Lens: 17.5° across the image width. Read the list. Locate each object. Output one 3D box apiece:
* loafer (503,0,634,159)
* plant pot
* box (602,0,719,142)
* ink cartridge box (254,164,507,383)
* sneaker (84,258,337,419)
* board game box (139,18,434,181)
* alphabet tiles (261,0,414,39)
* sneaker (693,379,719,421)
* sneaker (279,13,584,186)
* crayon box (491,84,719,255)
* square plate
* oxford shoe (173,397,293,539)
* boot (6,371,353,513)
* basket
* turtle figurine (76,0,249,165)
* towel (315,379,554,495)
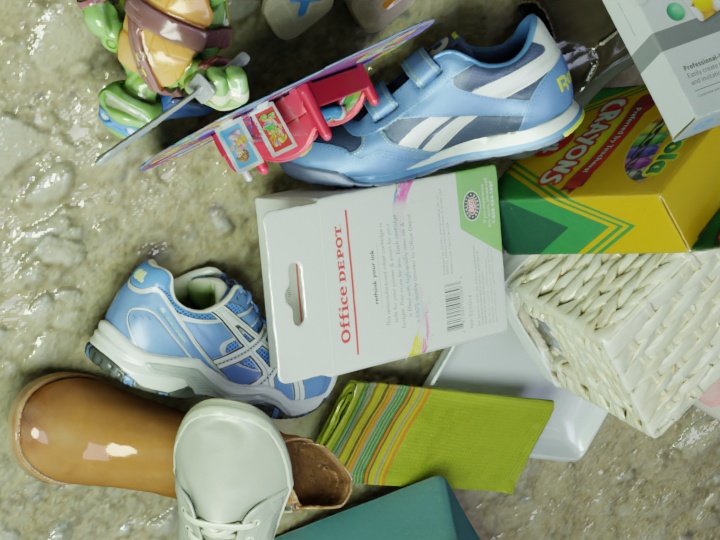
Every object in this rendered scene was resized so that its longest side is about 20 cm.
[{"bbox_3d":[0.145,-0.162,1.549,0.200,0.073,0.071,-51,139,6],"label":"loafer"},{"bbox_3d":[0.036,0.285,1.686,0.141,0.200,0.141,-21,137,8],"label":"plant pot"},{"bbox_3d":[0.224,-0.199,1.503,0.155,0.201,0.041,-20,166,-25],"label":"box"},{"bbox_3d":[0.000,0.000,1.521,0.200,0.067,0.118,-12,101,-40],"label":"ink cartridge box"},{"bbox_3d":[-0.083,0.045,1.529,0.200,0.076,0.077,12,105,-47],"label":"sneaker"},{"bbox_3d":[-0.037,-0.089,1.414,0.200,0.158,0.039,-27,91,-19],"label":"board game box"},{"bbox_3d":[0.002,-0.237,1.425,0.195,0.015,0.200,-40,137,-6],"label":"alphabet tiles"},{"bbox_3d":[0.348,0.051,1.849,0.200,0.105,0.075,-43,136,-4],"label":"sneaker"},{"bbox_3d":[0.040,-0.108,1.499,0.199,0.074,0.083,-15,114,-4],"label":"sneaker"},{"bbox_3d":[0.189,-0.069,1.541,0.127,0.200,0.051,-48,119,-31],"label":"crayon box"},{"bbox_3d":[0.136,0.049,1.737,0.198,0.028,0.200,10,115,-41],"label":"square plate"},{"bbox_3d":[-0.083,0.157,1.448,0.075,0.058,0.200,10,134,2],"label":"oxford shoe"},{"bbox_3d":[-0.113,0.113,1.495,0.200,0.154,0.074,15,82,-50],"label":"boot"},{"bbox_3d":[0.213,-0.001,1.648,0.200,0.123,0.136,-44,134,-12],"label":"basket"},{"bbox_3d":[-0.113,-0.159,1.302,0.200,0.144,0.194,15,108,-47],"label":"turtle figurine"},{"bbox_3d":[0.053,0.123,1.700,0.199,0.018,0.086,8,119,-39],"label":"towel"}]
